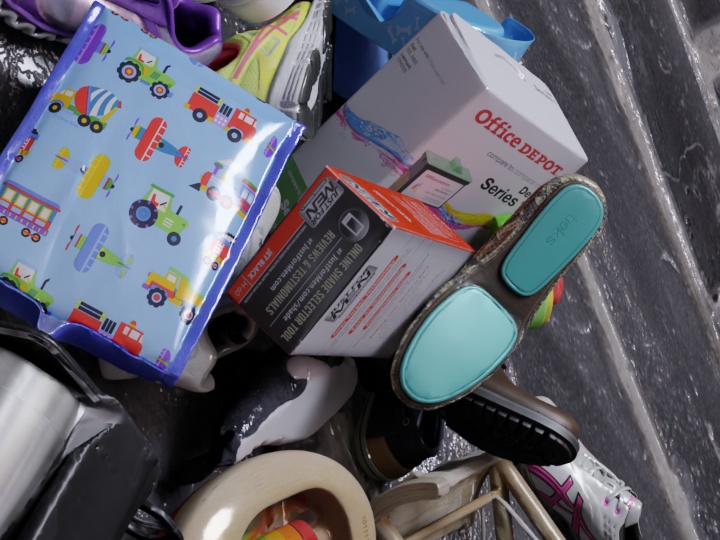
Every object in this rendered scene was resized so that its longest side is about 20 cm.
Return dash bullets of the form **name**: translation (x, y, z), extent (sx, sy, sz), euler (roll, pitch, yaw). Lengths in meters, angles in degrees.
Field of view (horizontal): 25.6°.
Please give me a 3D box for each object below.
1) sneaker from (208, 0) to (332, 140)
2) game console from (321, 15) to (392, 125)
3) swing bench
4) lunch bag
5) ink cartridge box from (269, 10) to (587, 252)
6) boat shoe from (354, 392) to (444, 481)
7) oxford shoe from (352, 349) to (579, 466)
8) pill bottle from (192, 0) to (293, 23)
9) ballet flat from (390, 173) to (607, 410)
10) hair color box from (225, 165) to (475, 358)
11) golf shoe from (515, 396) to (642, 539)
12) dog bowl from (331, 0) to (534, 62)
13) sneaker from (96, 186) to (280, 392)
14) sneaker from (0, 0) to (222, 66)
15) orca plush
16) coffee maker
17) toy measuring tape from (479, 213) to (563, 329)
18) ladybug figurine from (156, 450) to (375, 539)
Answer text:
- **sneaker**: translation (-0.067, -0.152, 1.157), extent (0.200, 0.089, 0.079), euler (-73, 163, -69)
- **game console**: translation (0.021, -0.155, 1.324), extent (0.176, 0.031, 0.202), euler (32, 50, -45)
- **swing bench**: translation (0.087, 0.233, 1.163), extent (0.198, 0.129, 0.202), euler (-13, 81, -56)
- **lunch bag**: translation (-0.143, -0.033, 0.934), extent (0.149, 0.094, 0.201), euler (30, 51, -8)
- **ink cartridge box**: translation (0.044, -0.070, 1.155), extent (0.144, 0.200, 0.084), euler (26, 29, -48)
- **boat shoe**: translation (0.048, 0.074, 1.232), extent (0.075, 0.062, 0.201), euler (48, 39, -29)
- **oxford shoe**: translation (0.079, 0.070, 1.126), extent (0.085, 0.199, 0.073), euler (-47, 149, -24)
- **pill bottle**: translation (-0.123, -0.254, 1.084), extent (0.199, 0.110, 0.112), euler (32, 51, -45)
- **ballet flat**: translation (0.090, 0.015, 1.082), extent (0.068, 0.075, 0.200), euler (44, 81, -11)
- **hair color box**: translation (0.000, 0.000, 1.012), extent (0.061, 0.102, 0.200), euler (42, 8, 15)
- **golf shoe**: translation (0.201, 0.192, 1.377), extent (0.202, 0.091, 0.073), euler (62, 36, -13)
- **dog bowl**: translation (0.046, -0.197, 1.230), extent (0.111, 0.050, 0.200), euler (2, 29, -43)
- **sneaker**: translation (-0.091, 0.010, 1.025), extent (0.201, 0.080, 0.076), euler (-58, 157, -46)
- **sneaker**: translation (-0.162, -0.178, 1.009), extent (0.200, 0.088, 0.081), euler (35, 41, -43)
- **orca plush**: translation (-0.073, 0.087, 1.072), extent (0.200, 0.071, 0.106), euler (-39, 152, -50)
- **coffee maker**: translation (-0.183, 0.157, 0.774), extent (0.192, 0.134, 0.201), euler (40, 51, -21)
- **toy measuring tape**: translation (0.110, 0.036, 1.193), extent (0.201, 0.073, 0.074), euler (98, 7, -48)
- **ladybug figurine**: translation (-0.069, 0.184, 0.991), extent (0.199, 0.071, 0.138), euler (-10, 94, -52)
